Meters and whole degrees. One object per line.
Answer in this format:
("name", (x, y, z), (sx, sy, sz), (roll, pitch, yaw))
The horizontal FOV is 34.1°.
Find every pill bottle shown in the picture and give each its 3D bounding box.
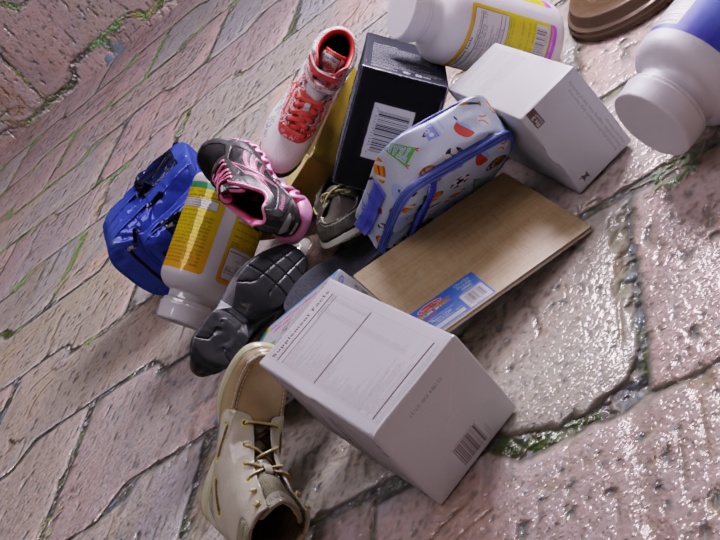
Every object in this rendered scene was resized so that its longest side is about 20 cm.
("pill bottle", (0.135, -0.288, 1.391), (0.104, 0.199, 0.105), (-31, 54, 57))
("pill bottle", (-0.201, -0.021, 1.572), (0.113, 0.113, 0.201), (5, 75, 59))
("pill bottle", (0.329, -0.208, 1.097), (0.200, 0.112, 0.112), (-51, 26, -12))

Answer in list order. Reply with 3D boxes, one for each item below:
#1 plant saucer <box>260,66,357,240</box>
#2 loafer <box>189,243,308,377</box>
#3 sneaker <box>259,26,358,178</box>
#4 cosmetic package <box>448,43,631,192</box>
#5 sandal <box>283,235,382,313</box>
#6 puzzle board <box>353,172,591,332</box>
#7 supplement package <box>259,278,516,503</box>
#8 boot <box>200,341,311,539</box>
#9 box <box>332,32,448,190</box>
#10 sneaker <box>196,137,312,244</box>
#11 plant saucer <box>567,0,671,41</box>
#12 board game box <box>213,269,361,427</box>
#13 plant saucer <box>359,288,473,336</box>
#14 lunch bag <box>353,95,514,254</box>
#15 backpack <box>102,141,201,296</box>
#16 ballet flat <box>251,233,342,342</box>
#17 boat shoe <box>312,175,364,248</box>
("plant saucer", (-0.057, -0.150, 1.610), (0.200, 0.048, 0.200), (-52, 13, 48))
("loafer", (-0.139, 0.046, 1.400), (0.200, 0.073, 0.072), (-46, 1, -30))
("sneaker", (-0.068, -0.220, 1.496), (0.202, 0.067, 0.108), (-61, 3, -15))
("cosmetic package", (0.187, -0.167, 1.254), (0.081, 0.113, 0.200), (-45, 26, -1))
("sandal", (0.001, 0.000, 1.373), (0.200, 0.043, 0.076), (-36, 32, -4))
("puzzle board", (0.109, -0.014, 1.170), (0.200, 0.017, 0.151), (-35, 38, -11))
("supplement package", (0.020, 0.103, 1.060), (0.114, 0.110, 0.200), (-49, 34, -11))
("boot", (-0.093, 0.182, 1.119), (0.155, 0.072, 0.201), (36, 115, 63))
("box", (0.036, -0.189, 1.416), (0.200, 0.104, 0.148), (-83, 8, -67))
("sneaker", (-0.149, -0.106, 1.454), (0.200, 0.095, 0.079), (40, 114, 32))
("plant saucer", (0.331, -0.358, 1.425), (0.200, 0.029, 0.200), (-35, 26, 20))
("board game box", (-0.082, 0.094, 1.287), (0.200, 0.034, 0.135), (-39, 21, 51))
("plant saucer", (0.047, 0.028, 1.238), (0.200, 0.050, 0.200), (-35, 26, 20))
("lunch bag", (0.071, -0.093, 1.244), (0.160, 0.076, 0.200), (-33, -14, -18))
("backpack", (-0.285, -0.064, 1.750), (0.200, 0.163, 0.168), (-40, 29, 8))
("ballet flat", (-0.100, 0.009, 1.468), (0.200, 0.067, 0.068), (-51, 26, -14))
("boat shoe", (-0.025, -0.076, 1.431), (0.072, 0.060, 0.202), (-24, 11, 5))
